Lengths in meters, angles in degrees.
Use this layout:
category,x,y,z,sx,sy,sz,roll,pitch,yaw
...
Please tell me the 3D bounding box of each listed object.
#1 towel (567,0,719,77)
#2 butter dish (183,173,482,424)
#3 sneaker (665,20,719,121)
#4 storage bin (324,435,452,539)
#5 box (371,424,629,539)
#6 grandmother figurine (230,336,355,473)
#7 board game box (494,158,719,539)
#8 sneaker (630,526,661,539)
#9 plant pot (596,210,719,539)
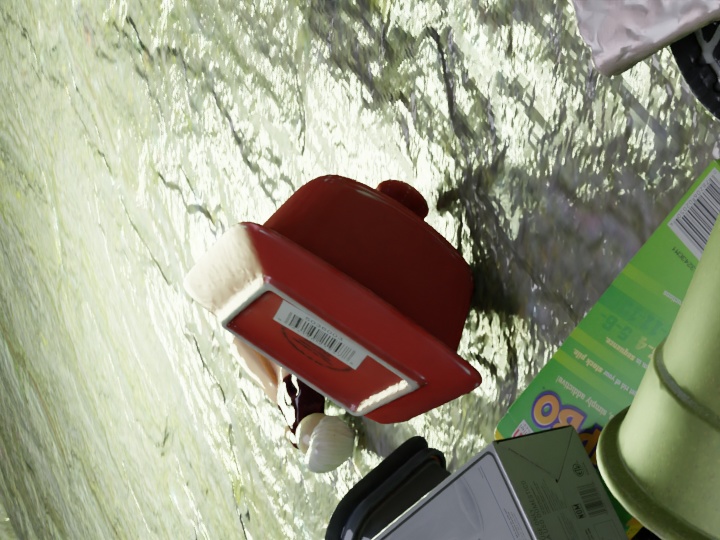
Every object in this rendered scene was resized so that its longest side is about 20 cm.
category,x,y,z,sx,sy,sz,roll,pitch,yaw
towel,0.150,-0.210,0.697,0.191,0.032,0.201,-27,75,35
butter dish,0.000,0.000,1.146,0.200,0.148,0.199,34,158,-9
sneaker,0.167,-0.132,0.766,0.074,0.081,0.200,-44,71,19
storage bin,0.068,0.238,1.141,0.134,0.145,0.201,24,128,29
box,0.060,0.182,0.860,0.200,0.060,0.117,-46,60,45
grandmother figurine,-0.061,0.112,1.448,0.200,0.060,0.122,-126,23,-48
board game box,0.153,0.050,0.822,0.200,0.030,0.096,-52,55,23
sneaker,0.169,0.143,0.881,0.201,0.087,0.076,69,156,17
plant pot,0.209,0.007,0.625,0.200,0.199,0.191,39,124,56
